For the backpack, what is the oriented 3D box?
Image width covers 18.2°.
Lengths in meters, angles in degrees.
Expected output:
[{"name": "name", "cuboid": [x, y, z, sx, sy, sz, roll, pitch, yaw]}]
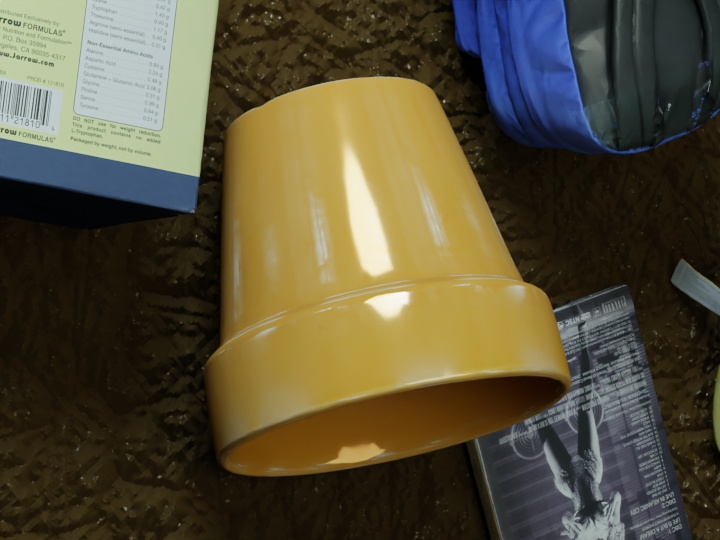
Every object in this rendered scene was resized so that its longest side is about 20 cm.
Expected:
[{"name": "backpack", "cuboid": [0.137, -0.173, 1.350, 0.162, 0.168, 0.201, -23, 105, -29]}]

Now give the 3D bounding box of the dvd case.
[{"name": "dvd case", "cuboid": [0.136, 0.125, 1.419, 0.148, 0.016, 0.201, -19, 96, -33]}]

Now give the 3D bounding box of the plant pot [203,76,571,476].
[{"name": "plant pot", "cuboid": [0.000, 0.000, 1.252, 0.199, 0.200, 0.184, -3, 73, -32]}]

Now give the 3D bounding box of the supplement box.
[{"name": "supplement box", "cuboid": [-0.188, -0.138, 1.160, 0.199, 0.134, 0.201, 10, 82, -31]}]

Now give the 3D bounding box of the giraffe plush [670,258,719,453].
[{"name": "giraffe plush", "cuboid": [0.322, 0.048, 1.483, 0.162, 0.173, 0.200, -15, 61, -42]}]
